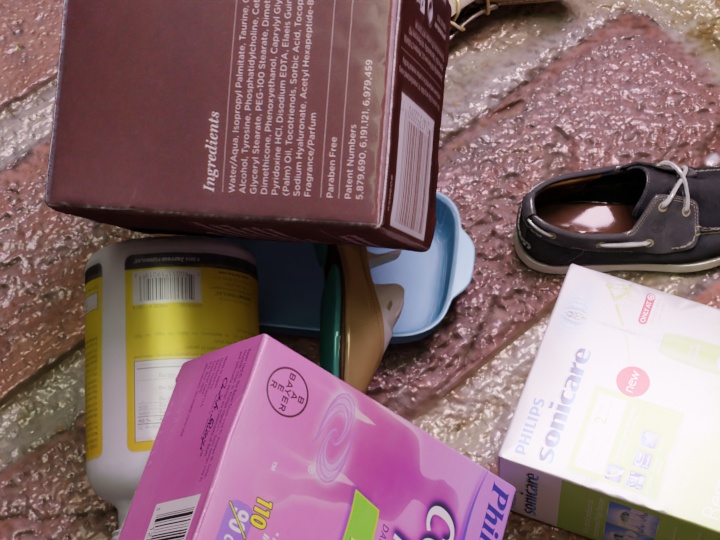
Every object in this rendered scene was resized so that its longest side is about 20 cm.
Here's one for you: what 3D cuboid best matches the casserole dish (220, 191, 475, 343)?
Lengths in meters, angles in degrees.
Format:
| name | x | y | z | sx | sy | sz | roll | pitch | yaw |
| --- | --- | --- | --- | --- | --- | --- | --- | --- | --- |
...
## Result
| name | x | y | z | sx | sy | sz | roll | pitch | yaw |
| --- | --- | --- | --- | --- | --- | --- | --- | --- | --- |
| casserole dish | -0.020 | -0.005 | 1.137 | 0.198 | 0.039 | 0.122 | 5 | 62 | 8 |

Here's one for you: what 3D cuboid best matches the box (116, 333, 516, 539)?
| name | x | y | z | sx | sy | sz | roll | pitch | yaw |
| --- | --- | --- | --- | --- | --- | --- | --- | --- | --- |
| box | -0.030 | 0.167 | 0.949 | 0.200 | 0.096 | 0.177 | 34 | 59 | -26 |

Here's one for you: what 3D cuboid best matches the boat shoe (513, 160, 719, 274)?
| name | x | y | z | sx | sy | sz | roll | pitch | yaw |
| --- | --- | --- | --- | --- | --- | --- | --- | --- | --- |
| boat shoe | 0.205 | -0.042 | 1.126 | 0.198 | 0.068 | 0.072 | -7 | 59 | -1 |

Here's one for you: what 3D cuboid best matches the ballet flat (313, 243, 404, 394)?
| name | x | y | z | sx | sy | sz | roll | pitch | yaw |
| --- | --- | --- | --- | --- | --- | --- | --- | --- | --- |
| ballet flat | 0.000 | 0.000 | 1.077 | 0.063 | 0.069 | 0.201 | -1 | 61 | -12 |

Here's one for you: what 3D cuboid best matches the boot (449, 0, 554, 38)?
| name | x | y | z | sx | sy | sz | roll | pitch | yaw |
| --- | --- | --- | --- | --- | --- | --- | --- | --- | --- |
| boot | 0.062 | -0.178 | 1.209 | 0.198 | 0.072 | 0.156 | 3 | 60 | 13 |

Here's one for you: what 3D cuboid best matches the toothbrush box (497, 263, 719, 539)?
| name | x | y | z | sx | sy | sz | roll | pitch | yaw |
| --- | --- | --- | --- | --- | --- | --- | --- | --- | --- |
| toothbrush box | 0.202 | 0.103 | 1.034 | 0.199 | 0.086 | 0.146 | 18 | 63 | 15 |

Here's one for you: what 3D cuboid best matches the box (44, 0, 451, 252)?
| name | x | y | z | sx | sy | sz | roll | pitch | yaw |
| --- | --- | --- | --- | --- | --- | --- | --- | --- | --- |
| box | -0.059 | -0.103 | 0.982 | 0.198 | 0.166 | 0.166 | 4 | 88 | 12 |

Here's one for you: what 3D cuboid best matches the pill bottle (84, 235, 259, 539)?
| name | x | y | z | sx | sy | sz | roll | pitch | yaw |
| --- | --- | --- | --- | --- | --- | --- | --- | --- | --- |
| pill bottle | -0.118 | 0.086 | 1.039 | 0.111 | 0.112 | 0.202 | -3 | 77 | 3 |
